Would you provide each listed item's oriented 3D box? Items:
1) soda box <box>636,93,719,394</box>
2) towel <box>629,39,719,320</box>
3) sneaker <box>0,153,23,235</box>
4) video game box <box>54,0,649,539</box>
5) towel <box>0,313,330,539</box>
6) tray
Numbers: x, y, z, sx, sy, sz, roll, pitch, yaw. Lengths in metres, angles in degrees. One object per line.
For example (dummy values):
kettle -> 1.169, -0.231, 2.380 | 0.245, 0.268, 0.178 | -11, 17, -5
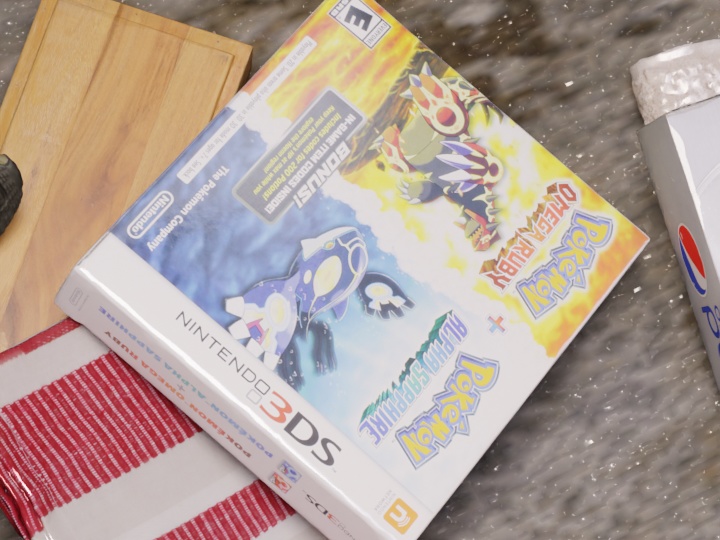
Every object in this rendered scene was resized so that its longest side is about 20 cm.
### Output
soda box -> 0.183, 0.021, 1.110 | 0.063, 0.068, 0.201 | -18, 88, -6
towel -> 0.233, -0.051, 1.180 | 0.199, 0.034, 0.133 | -10, 73, -8
sneaker -> -0.244, -0.037, 1.105 | 0.199, 0.077, 0.089 | -11, 56, 5
video game box -> 0.000, 0.000, 1.108 | 0.182, 0.047, 0.200 | 41, 61, -2
towel -> -0.068, 0.102, 1.083 | 0.144, 0.023, 0.201 | -29, 86, -26
tray -> -0.125, -0.021, 1.139 | 0.098, 0.037, 0.201 | 18, 72, 1
